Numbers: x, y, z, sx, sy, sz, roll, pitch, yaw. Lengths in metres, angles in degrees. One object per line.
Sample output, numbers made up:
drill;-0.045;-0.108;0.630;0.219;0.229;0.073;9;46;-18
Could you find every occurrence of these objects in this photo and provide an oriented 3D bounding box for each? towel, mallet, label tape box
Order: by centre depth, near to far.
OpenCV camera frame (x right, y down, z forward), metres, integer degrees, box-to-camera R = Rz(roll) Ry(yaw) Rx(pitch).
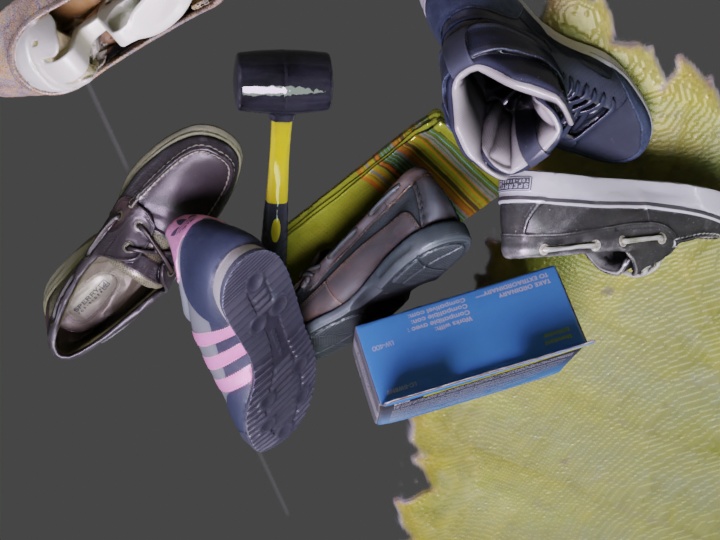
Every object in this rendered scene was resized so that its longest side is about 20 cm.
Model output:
mallet;-0.065;-0.055;1.291;0.065;0.041;0.202;6;119;-12
label tape box;0.071;0.049;1.311;0.143;0.064;0.200;-17;172;-4
towel;0.006;-0.027;1.354;0.199;0.018;0.086;-37;123;22

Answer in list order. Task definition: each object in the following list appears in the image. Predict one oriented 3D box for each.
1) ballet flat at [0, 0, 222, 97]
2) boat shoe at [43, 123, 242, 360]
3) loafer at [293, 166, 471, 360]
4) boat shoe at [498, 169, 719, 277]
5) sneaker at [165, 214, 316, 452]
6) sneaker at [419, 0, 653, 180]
ballet flat;-0.161;-0.153;1.198;0.199;0.068;0.068;-30;126;17
boat shoe;-0.146;-0.012;1.316;0.073;0.065;0.200;27;120;-24
loafer;0.000;0.000;1.336;0.071;0.063;0.200;-4;156;-44
boat shoe;0.174;-0.028;1.309;0.198;0.070;0.064;3;88;-31
sneaker;-0.082;0.038;1.311;0.070;0.082;0.201;-37;143;-26
sneaker;0.121;-0.096;1.230;0.202;0.147;0.077;32;118;-30
